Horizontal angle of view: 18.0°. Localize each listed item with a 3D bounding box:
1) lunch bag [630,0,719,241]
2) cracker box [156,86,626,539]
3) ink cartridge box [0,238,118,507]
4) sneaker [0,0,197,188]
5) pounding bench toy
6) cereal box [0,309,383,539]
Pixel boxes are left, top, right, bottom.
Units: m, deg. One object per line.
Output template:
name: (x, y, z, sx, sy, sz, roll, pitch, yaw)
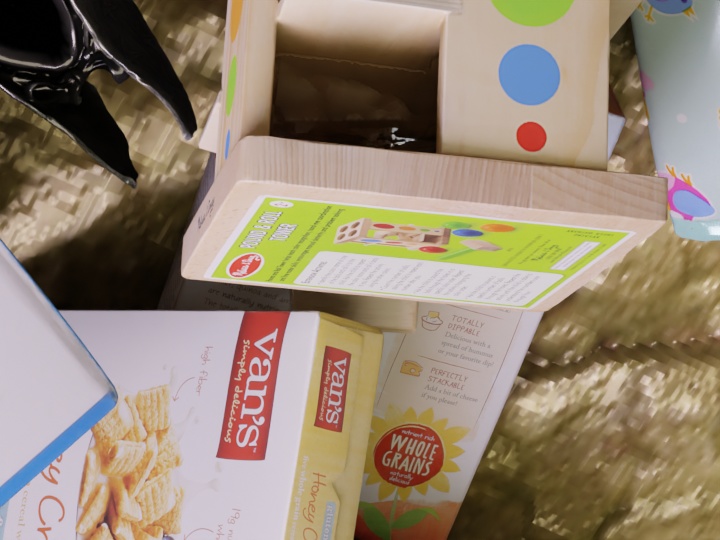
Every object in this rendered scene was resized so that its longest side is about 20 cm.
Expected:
lunch bag: (0.193, -0.109, 0.768, 0.199, 0.122, 0.171, -3, 120, 18)
cracker box: (0.000, 0.000, 0.862, 0.133, 0.058, 0.201, 17, 115, -12)
ink cartridge box: (-0.186, 0.035, 0.767, 0.146, 0.200, 0.084, -42, 115, -9)
sneaker: (-0.133, -0.121, 0.764, 0.060, 0.104, 0.200, -38, 114, 17)
pounding bench toy: (0.010, -0.073, 0.739, 0.124, 0.200, 0.157, 5, 76, -11)
cereal box: (-0.083, 0.086, 0.806, 0.039, 0.199, 0.145, 18, 76, -44)
